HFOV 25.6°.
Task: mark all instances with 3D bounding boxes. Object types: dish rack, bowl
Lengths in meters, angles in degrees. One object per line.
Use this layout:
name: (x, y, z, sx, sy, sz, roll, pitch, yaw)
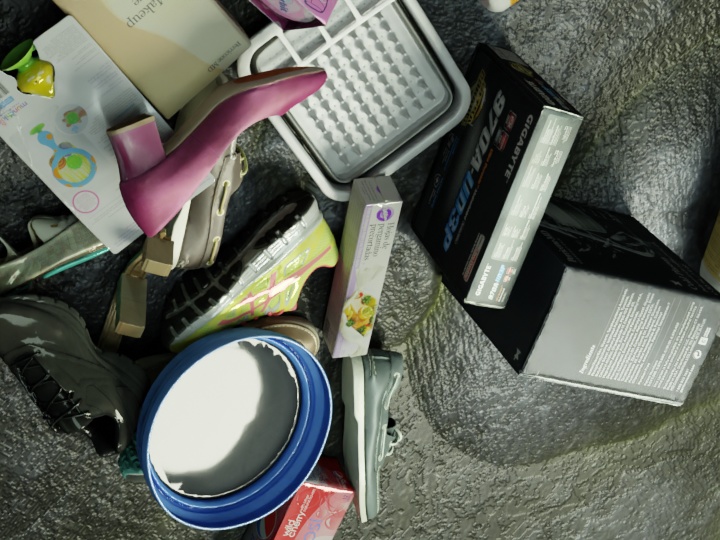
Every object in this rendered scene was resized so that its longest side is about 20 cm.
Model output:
dish rack: (-0.008, -0.178, 1.450, 0.171, 0.044, 0.200, -37, 124, 0)
bowl: (-0.120, 0.147, 1.497, 0.199, 0.039, 0.202, -15, 118, -29)

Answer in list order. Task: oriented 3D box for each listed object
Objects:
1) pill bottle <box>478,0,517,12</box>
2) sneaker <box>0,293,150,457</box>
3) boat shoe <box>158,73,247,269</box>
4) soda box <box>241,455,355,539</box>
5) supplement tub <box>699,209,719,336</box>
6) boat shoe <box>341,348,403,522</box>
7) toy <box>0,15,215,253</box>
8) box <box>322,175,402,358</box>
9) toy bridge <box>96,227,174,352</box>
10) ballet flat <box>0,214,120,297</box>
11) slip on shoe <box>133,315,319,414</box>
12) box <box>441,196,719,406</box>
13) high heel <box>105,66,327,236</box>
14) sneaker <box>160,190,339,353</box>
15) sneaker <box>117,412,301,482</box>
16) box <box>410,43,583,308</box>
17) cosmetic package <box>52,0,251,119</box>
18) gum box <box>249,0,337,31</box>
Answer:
pill bottle: (0.166, -0.327, 1.390, 0.199, 0.117, 0.117, -35, 125, 0)
sneaker: (-0.265, 0.094, 1.410, 0.076, 0.091, 0.200, -25, 132, 32)
boat shoe: (-0.138, -0.088, 1.434, 0.059, 0.072, 0.201, 3, 120, -30)
soda box: (-0.081, 0.291, 1.673, 0.070, 0.063, 0.201, 14, 112, -27)
supplement tub: (0.438, -0.028, 1.650, 0.144, 0.146, 0.201, 3, 117, -23)
boat shoe: (0.017, 0.171, 1.639, 0.061, 0.073, 0.202, -8, 115, -13)
toy: (-0.229, -0.120, 1.355, 0.115, 0.047, 0.200, -34, 126, 10)
box: (0.000, 0.000, 1.528, 0.038, 0.042, 0.201, -6, 132, -20)
toy bridge: (-0.212, 0.030, 1.463, 0.027, 0.068, 0.201, 15, 133, -18)
ballet flat: (-0.299, -0.015, 1.416, 0.199, 0.067, 0.063, -27, 100, -8)
slip on shoe: (-0.131, 0.100, 1.547, 0.198, 0.061, 0.077, -12, 122, -15)
box: (0.215, 0.021, 1.555, 0.195, 0.200, 0.125, 10, 112, -26)
high heel: (-0.110, -0.105, 1.339, 0.199, 0.067, 0.097, -23, 107, -19)
sneaker: (-0.100, 0.020, 1.503, 0.200, 0.078, 0.090, -39, 125, 2)
sneaker: (-0.141, 0.187, 1.586, 0.198, 0.078, 0.092, -13, 126, -12)
box: (0.122, -0.090, 1.481, 0.046, 0.159, 0.201, 10, 115, -24)
cosmetic package: (-0.194, -0.235, 1.326, 0.105, 0.071, 0.200, -41, 124, 5)
gum box: (-0.089, -0.304, 1.304, 0.200, 0.066, 0.114, 38, 70, -33)
